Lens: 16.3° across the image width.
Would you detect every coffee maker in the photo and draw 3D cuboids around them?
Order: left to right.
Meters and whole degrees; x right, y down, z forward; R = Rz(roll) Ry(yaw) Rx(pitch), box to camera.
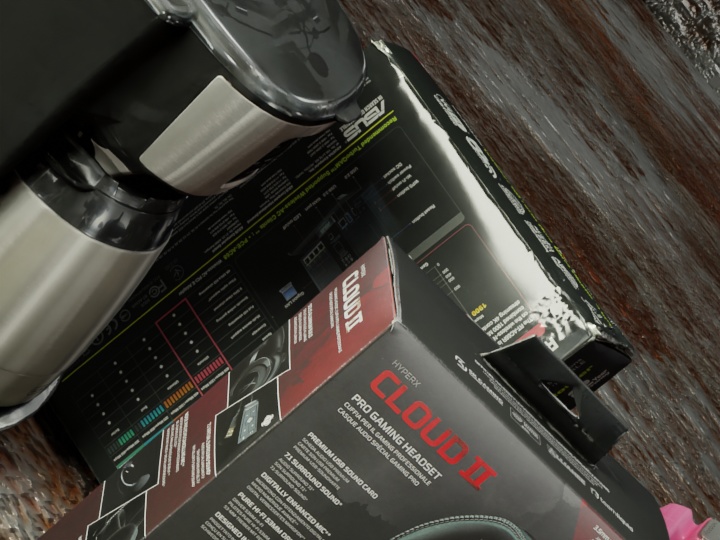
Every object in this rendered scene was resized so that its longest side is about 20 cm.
[{"bbox_3d":[-0.128,-0.067,0.890,0.192,0.200,0.135,36,28,-19],"label":"coffee maker"}]

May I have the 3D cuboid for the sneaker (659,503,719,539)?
[{"bbox_3d":[0.097,0.141,1.289,0.200,0.095,0.079,31,36,18],"label":"sneaker"}]

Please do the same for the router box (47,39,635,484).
[{"bbox_3d":[-0.016,0.031,0.982,0.150,0.200,0.062,56,12,21],"label":"router box"}]

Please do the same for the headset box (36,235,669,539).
[{"bbox_3d":[0.002,0.099,0.881,0.149,0.200,0.077,45,16,-19],"label":"headset box"}]
